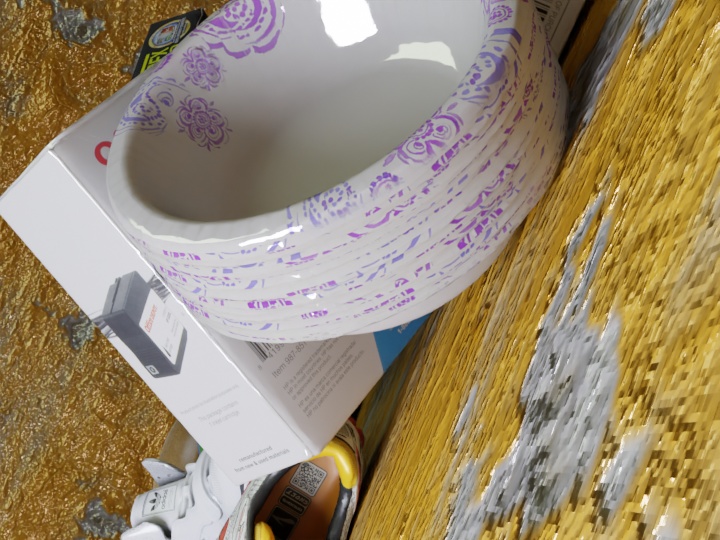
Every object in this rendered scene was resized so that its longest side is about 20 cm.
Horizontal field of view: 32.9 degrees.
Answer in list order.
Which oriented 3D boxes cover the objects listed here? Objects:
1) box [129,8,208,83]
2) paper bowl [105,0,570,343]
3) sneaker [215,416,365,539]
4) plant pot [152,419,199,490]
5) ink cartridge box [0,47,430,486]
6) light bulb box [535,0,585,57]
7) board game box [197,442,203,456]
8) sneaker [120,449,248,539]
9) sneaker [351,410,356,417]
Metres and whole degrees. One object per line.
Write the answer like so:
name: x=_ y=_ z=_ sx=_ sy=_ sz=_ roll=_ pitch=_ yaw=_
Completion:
box: x=-0.092 y=-0.050 z=0.827 sx=0.161 sy=0.044 sz=0.200 roll=-86 pitch=-26 yaw=-47
paper bowl: x=-0.004 y=-0.052 z=0.546 sx=0.104 sy=0.200 sz=0.201 roll=57 pitch=-139 yaw=-40
sneaker: x=-0.058 y=0.170 z=0.685 sx=0.082 sy=0.078 sz=0.201 roll=-177 pitch=109 yaw=-86
plant pot: x=-0.128 y=0.218 z=1.169 sx=0.200 sy=0.027 sz=0.201 roll=6 pitch=-97 yaw=-61
ink cartridge box: x=-0.071 y=-0.010 z=0.659 sx=0.084 sy=0.200 sz=0.145 roll=-29 pitch=14 yaw=48
light bulb box: x=0.063 y=-0.183 z=0.694 sx=0.200 sy=0.124 sz=0.199 roll=-71 pitch=4 yaw=-61
board game box: x=-0.113 y=0.172 z=1.005 sx=0.200 sy=0.029 sz=0.135 roll=-110 pitch=11 yaw=-55
sneaker: x=-0.103 y=0.147 z=0.807 sx=0.200 sy=0.114 sz=0.075 roll=84 pitch=-168 yaw=-50
sneaker: x=-0.058 y=0.088 z=0.947 sx=0.201 sy=0.115 sz=0.076 roll=-70 pitch=4 yaw=-48
